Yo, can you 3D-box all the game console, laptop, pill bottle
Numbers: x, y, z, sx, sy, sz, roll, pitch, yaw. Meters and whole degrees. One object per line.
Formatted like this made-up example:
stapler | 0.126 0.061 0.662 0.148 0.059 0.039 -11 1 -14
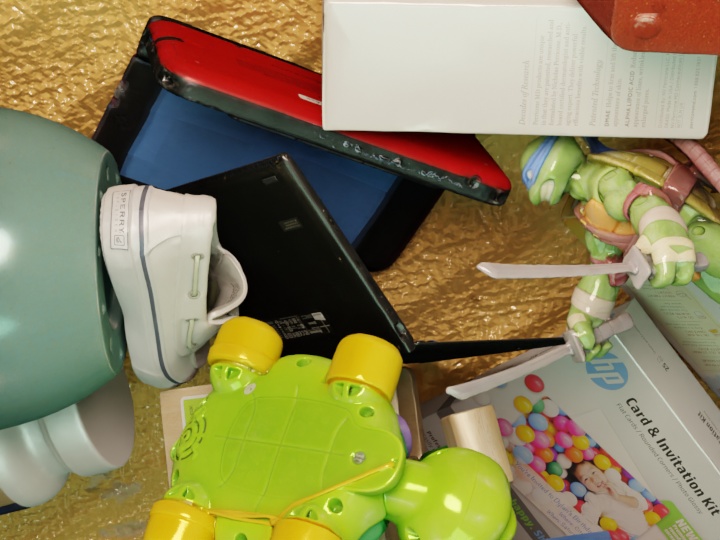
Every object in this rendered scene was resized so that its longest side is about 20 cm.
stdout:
game console | -0.041 -0.051 1.222 0.200 0.172 0.119 18 105 -16
laptop | 0.000 0.000 1.271 0.200 0.116 0.187 56 150 -13
pill bottle | -0.248 0.099 1.367 0.200 0.116 0.116 -16 131 16

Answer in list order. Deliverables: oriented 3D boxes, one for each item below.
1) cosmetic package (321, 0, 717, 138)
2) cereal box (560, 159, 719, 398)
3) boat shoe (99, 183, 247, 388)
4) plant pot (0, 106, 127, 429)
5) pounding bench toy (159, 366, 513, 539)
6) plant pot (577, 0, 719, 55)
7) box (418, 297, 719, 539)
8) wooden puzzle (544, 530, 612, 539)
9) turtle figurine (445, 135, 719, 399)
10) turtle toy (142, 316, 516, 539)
cosmetic package | 0.079 -0.129 1.137 0.200 0.113 0.081 1 125 2
cereal box | 0.228 0.011 1.285 0.144 0.040 0.200 -3 142 44
boat shoe | -0.096 0.016 1.228 0.067 0.074 0.200 0 159 5
plant pot | -0.213 0.000 1.211 0.161 0.201 0.201 -2 134 3
pounding bench toy | 0.004 0.121 1.323 0.200 0.124 0.156 -8 176 14
plant pot | 0.183 -0.203 1.024 0.200 0.176 0.200 3 134 -1
box | 0.135 0.120 1.362 0.200 0.041 0.156 -29 103 41
wooden puzzle | 0.078 0.198 1.326 0.185 0.046 0.200 -1 157 -40
turtle figurine | 0.154 0.021 1.132 0.194 0.200 0.144 21 131 6
turtle toy | -0.015 0.114 1.183 0.200 0.146 0.101 7 154 28
